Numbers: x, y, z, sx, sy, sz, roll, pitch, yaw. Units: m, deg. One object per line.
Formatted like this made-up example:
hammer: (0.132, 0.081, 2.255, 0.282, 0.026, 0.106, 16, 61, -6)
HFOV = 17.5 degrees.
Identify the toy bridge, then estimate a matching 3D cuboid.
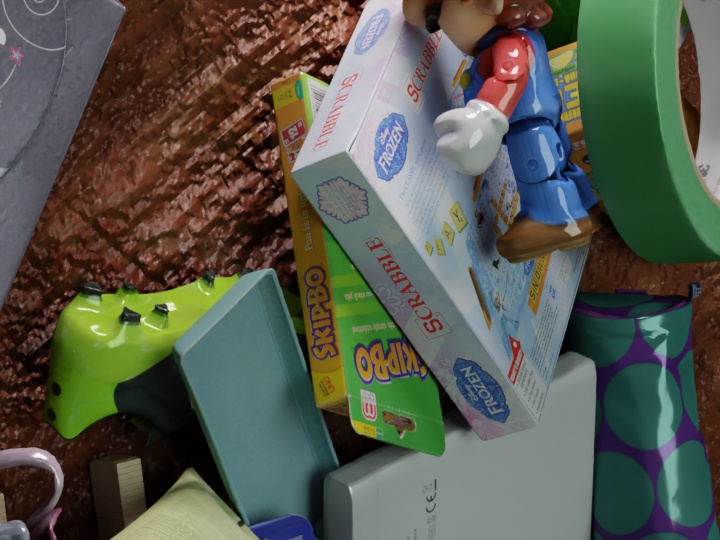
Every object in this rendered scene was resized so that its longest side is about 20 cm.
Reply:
toy bridge: (-0.122, 0.129, 1.196, 0.199, 0.027, 0.068, -12, 98, -42)

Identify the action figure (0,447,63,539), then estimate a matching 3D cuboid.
action figure: (-0.176, 0.208, 1.115, 0.149, 0.133, 0.201, -94, 168, -46)

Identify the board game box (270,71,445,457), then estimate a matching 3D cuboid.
board game box: (0.000, 0.000, 1.251, 0.095, 0.030, 0.201, 21, 53, -54)

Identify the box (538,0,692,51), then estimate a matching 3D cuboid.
box: (0.141, -0.247, 1.386, 0.200, 0.096, 0.177, 50, 59, -28)

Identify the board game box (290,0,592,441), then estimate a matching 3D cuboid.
board game box: (0.054, -0.045, 1.298, 0.200, 0.041, 0.200, 55, 34, -26)

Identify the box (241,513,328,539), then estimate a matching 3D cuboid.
box: (-0.048, 0.232, 1.226, 0.119, 0.041, 0.201, -15, 112, -40)

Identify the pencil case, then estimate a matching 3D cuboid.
pencil case: (0.174, 0.110, 1.415, 0.092, 0.085, 0.201, -21, 104, -62)

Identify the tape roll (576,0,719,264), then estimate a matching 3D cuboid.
tape roll: (0.183, -0.105, 1.299, 0.200, 0.048, 0.202, 5, 84, -59)

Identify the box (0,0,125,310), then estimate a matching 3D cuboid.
box: (-0.217, -0.063, 1.061, 0.132, 0.114, 0.201, 34, 68, -36)

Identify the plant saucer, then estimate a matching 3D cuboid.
plant saucer: (-0.050, 0.085, 1.206, 0.070, 0.019, 0.201, -46, 143, -26)

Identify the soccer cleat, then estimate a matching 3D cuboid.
soccer cleat: (-0.086, 0.046, 1.213, 0.199, 0.067, 0.081, -2, 119, -48)

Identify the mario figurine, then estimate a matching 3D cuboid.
mario figurine: (0.064, -0.106, 1.257, 0.105, 0.123, 0.201, -17, 97, -18)

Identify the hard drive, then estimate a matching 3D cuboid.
hard drive: (0.059, 0.139, 1.329, 0.199, 0.027, 0.133, -23, 123, -39)

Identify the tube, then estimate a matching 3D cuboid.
tube: (-0.090, 0.143, 1.109, 0.200, 0.052, 0.058, -27, 112, -71)

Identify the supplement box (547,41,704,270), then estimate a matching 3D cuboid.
supplement box: (0.168, -0.069, 1.392, 0.200, 0.066, 0.069, 33, 48, -47)
